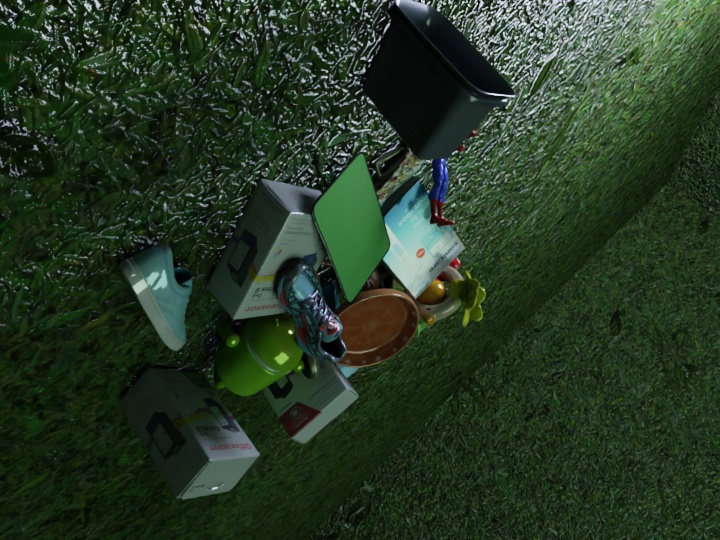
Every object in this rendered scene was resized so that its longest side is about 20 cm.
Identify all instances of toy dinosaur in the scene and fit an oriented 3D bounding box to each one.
[{"bbox_3d":[0.000,0.000,1.022,0.199,0.135,0.087,37,87,-43],"label":"toy dinosaur"}]

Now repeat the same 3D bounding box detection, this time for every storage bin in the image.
[{"bbox_3d":[0.102,-0.263,0.777,0.144,0.202,0.135,-14,152,-46],"label":"storage bin"}]

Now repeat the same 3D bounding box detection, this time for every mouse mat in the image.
[{"bbox_3d":[-0.009,-0.068,0.883,0.162,0.007,0.203,-53,137,-36],"label":"mouse mat"}]

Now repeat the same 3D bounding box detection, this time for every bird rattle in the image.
[{"bbox_3d":[0.161,0.026,1.114,0.161,0.201,0.114,-31,145,-10],"label":"bird rattle"}]

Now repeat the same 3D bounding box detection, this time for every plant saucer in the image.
[{"bbox_3d":[0.019,0.111,1.062,0.196,0.033,0.203,-12,134,-13],"label":"plant saucer"}]

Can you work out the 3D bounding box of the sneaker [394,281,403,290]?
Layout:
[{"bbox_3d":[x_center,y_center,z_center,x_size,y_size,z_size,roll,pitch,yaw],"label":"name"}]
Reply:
[{"bbox_3d":[0.124,-0.041,1.223,0.077,0.090,0.202,-12,137,-46],"label":"sneaker"}]

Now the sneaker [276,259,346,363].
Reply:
[{"bbox_3d":[-0.064,0.069,0.865,0.079,0.094,0.203,-43,138,-26],"label":"sneaker"}]

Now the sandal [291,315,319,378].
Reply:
[{"bbox_3d":[-0.094,0.099,1.026,0.056,0.080,0.206,-8,95,-21],"label":"sandal"}]

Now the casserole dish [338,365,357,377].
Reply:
[{"bbox_3d":[-0.047,0.187,1.256,0.198,0.120,0.039,-36,131,-20],"label":"casserole dish"}]

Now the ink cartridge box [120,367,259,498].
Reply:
[{"bbox_3d":[-0.284,0.268,0.912,0.088,0.200,0.145,-47,154,6],"label":"ink cartridge box"}]

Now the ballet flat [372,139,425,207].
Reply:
[{"bbox_3d":[0.032,-0.159,0.965,0.200,0.075,0.064,-46,124,-10],"label":"ballet flat"}]

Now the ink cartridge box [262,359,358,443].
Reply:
[{"bbox_3d":[-0.122,0.214,1.088,0.145,0.201,0.083,-39,152,-2],"label":"ink cartridge box"}]

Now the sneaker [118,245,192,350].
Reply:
[{"bbox_3d":[-0.269,0.043,0.778,0.081,0.074,0.202,-31,151,-20],"label":"sneaker"}]

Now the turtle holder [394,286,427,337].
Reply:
[{"bbox_3d":[0.124,0.056,1.339,0.131,0.138,0.190,-36,120,-58],"label":"turtle holder"}]

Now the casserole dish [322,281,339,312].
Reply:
[{"bbox_3d":[-0.062,0.109,1.151,0.038,0.124,0.202,-3,148,0],"label":"casserole dish"}]

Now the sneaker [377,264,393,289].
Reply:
[{"bbox_3d":[0.071,-0.036,1.156,0.074,0.085,0.202,-18,142,-44],"label":"sneaker"}]

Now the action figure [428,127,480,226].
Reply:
[{"bbox_3d":[0.165,-0.189,0.969,0.097,0.205,0.065,-8,174,27],"label":"action figure"}]

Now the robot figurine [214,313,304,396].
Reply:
[{"bbox_3d":[-0.181,0.147,0.972,0.199,0.118,0.174,-35,134,30],"label":"robot figurine"}]

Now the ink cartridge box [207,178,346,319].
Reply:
[{"bbox_3d":[-0.132,-0.029,0.864,0.144,0.088,0.202,-1,130,-56],"label":"ink cartridge box"}]

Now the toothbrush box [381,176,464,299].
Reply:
[{"bbox_3d":[0.090,-0.068,1.053,0.146,0.085,0.200,-44,128,-3],"label":"toothbrush box"}]
